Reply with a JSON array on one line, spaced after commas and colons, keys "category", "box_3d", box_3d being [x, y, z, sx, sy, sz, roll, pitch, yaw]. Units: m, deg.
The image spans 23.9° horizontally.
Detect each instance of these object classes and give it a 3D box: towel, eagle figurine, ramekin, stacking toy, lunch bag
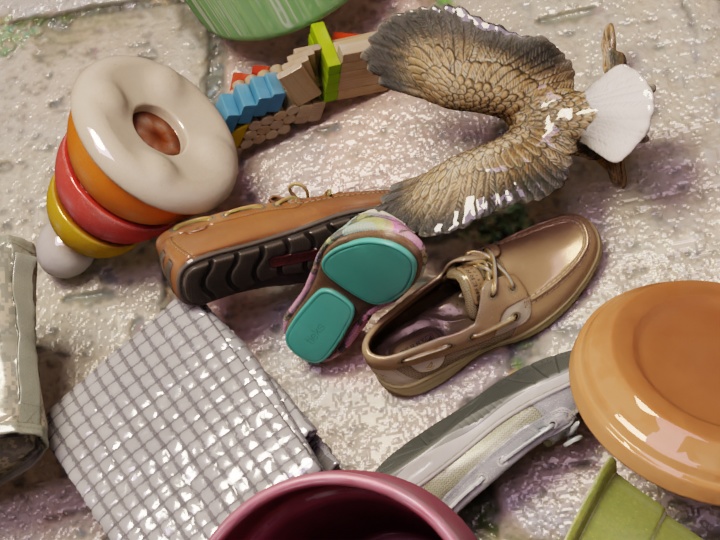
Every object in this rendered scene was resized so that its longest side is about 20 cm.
[{"category": "towel", "box_3d": [-0.124, 0.137, 1.262, 0.165, 0.086, 0.200, -39, 59, -5]}, {"category": "eagle figurine", "box_3d": [0.109, -0.107, 1.264, 0.198, 0.152, 0.152, 0, 38, -18]}, {"category": "ramekin", "box_3d": [-0.073, -0.281, 1.404, 0.199, 0.098, 0.201, -17, 40, 15]}, {"category": "stacking toy", "box_3d": [-0.203, -0.058, 1.343, 0.200, 0.145, 0.147, -44, 53, 36]}, {"category": "lunch bag", "box_3d": [-0.310, 0.081, 1.287, 0.200, 0.117, 0.165, -33, 54, 38]}]

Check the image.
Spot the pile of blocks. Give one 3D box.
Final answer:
[{"category": "pile of blocks", "box_3d": [-0.068, -0.156, 1.382, 0.199, 0.082, 0.062, -26, 61, 5]}]

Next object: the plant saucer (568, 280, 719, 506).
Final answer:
[{"category": "plant saucer", "box_3d": [0.241, 0.072, 1.144, 0.198, 0.038, 0.201, 5, 42, -5]}]

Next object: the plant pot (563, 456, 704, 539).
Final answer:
[{"category": "plant pot", "box_3d": [0.200, 0.249, 1.060, 0.189, 0.200, 0.201, 25, 75, 13]}]

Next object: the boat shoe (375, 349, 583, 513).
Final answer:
[{"category": "boat shoe", "box_3d": [0.105, 0.120, 1.209, 0.201, 0.074, 0.065, -32, 97, -2]}]

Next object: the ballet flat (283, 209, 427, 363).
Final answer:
[{"category": "ballet flat", "box_3d": [0.000, 0.000, 1.236, 0.069, 0.200, 0.071, 33, 55, -4]}]

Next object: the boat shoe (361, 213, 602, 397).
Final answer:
[{"category": "boat shoe", "box_3d": [0.092, 0.020, 1.256, 0.199, 0.065, 0.071, -36, 60, -1]}]

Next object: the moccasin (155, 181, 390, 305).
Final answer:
[{"category": "moccasin", "box_3d": [-0.057, -0.027, 1.302, 0.200, 0.074, 0.078, -17, 44, -12]}]

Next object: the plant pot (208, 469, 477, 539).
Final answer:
[{"category": "plant pot", "box_3d": [0.006, 0.231, 1.103, 0.198, 0.179, 0.202, -2, 82, 16]}]
